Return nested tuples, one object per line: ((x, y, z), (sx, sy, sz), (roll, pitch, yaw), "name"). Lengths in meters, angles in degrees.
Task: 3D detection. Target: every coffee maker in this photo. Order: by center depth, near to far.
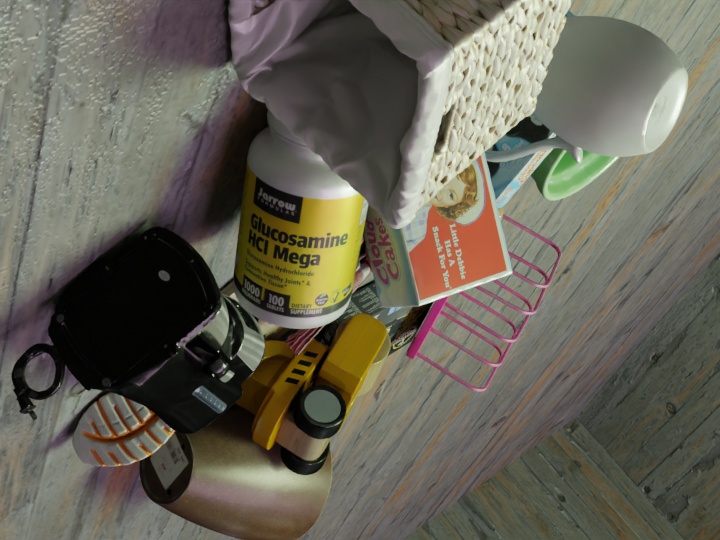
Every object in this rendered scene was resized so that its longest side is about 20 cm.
((-0.197, 0.071, 1.043), (0.190, 0.136, 0.200), (-18, 158, 3), "coffee maker")

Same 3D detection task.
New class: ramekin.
((0.264, -0.190, 1.359), (0.199, 0.098, 0.200), (-36, 159, -16), "ramekin")

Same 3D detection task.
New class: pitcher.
((0.195, -0.164, 1.074), (0.121, 0.199, 0.173), (-16, 128, -51), "pitcher")

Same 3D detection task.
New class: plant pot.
((-0.167, 0.242, 1.386), (0.187, 0.187, 0.199), (-48, 145, 19), "plant pot")

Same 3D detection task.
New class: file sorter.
((0.173, 0.041, 1.537), (0.201, 0.125, 0.139), (-64, 174, 32), "file sorter")

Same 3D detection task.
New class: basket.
((0.023, -0.181, 0.798), (0.161, 0.200, 0.199), (-39, 161, -23), "basket")

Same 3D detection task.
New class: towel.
((0.000, 0.000, 1.274), (0.200, 0.023, 0.144), (-48, 179, -41), "towel")

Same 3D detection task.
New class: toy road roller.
((-0.067, 0.128, 1.350), (0.200, 0.145, 0.123), (-54, 171, -39), "toy road roller")

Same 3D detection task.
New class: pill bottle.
((-0.049, -0.059, 0.990), (0.112, 0.112, 0.202), (-23, 136, -40), "pill bottle")

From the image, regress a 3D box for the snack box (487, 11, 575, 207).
((0.166, -0.177, 1.176), (0.200, 0.116, 0.037), (-51, 158, 25), "snack box")

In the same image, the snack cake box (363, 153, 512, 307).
((0.058, -0.077, 1.045), (0.114, 0.202, 0.067), (-17, -173, -32), "snack cake box")

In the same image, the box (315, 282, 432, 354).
((0.016, 0.074, 1.525), (0.199, 0.049, 0.162), (-27, 153, -37), "box")

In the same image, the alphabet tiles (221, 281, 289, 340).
((-0.094, 0.028, 1.273), (0.195, 0.015, 0.200), (-38, 160, -1), "alphabet tiles")

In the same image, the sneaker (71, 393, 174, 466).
((-0.216, 0.146, 1.212), (0.199, 0.079, 0.077), (-30, 179, -8), "sneaker")

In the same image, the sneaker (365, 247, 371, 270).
((0.047, -0.072, 1.117), (0.070, 0.098, 0.202), (-20, 121, -27), "sneaker")

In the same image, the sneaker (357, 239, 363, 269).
((-0.023, -0.065, 1.108), (0.070, 0.082, 0.200), (-32, 158, -12), "sneaker")

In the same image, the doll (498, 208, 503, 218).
((0.106, -0.059, 1.265), (0.200, 0.048, 0.138), (-1, 110, -66), "doll")
